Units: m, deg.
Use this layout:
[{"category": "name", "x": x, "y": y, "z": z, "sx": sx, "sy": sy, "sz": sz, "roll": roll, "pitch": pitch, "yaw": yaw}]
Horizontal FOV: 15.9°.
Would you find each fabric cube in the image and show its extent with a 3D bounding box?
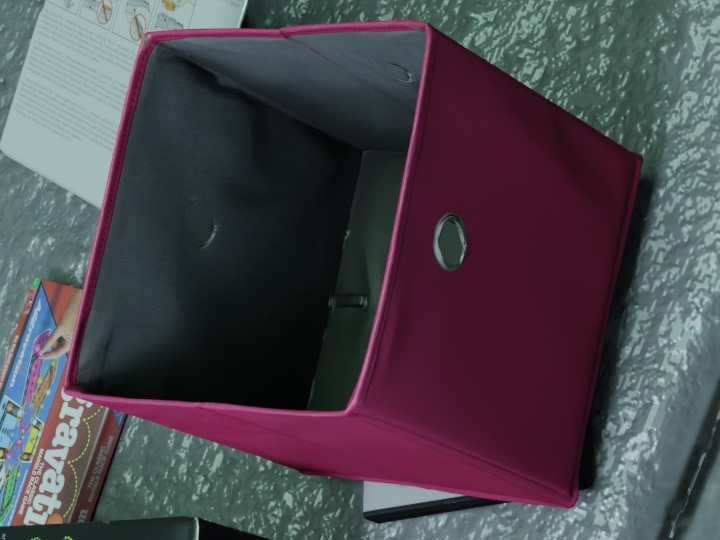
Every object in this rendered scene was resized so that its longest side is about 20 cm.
[{"category": "fabric cube", "x": 0.000, "y": 0.000, "z": 1.325, "sx": 0.199, "sy": 0.199, "sz": 0.198, "roll": 2, "pitch": 75, "yaw": 39}]

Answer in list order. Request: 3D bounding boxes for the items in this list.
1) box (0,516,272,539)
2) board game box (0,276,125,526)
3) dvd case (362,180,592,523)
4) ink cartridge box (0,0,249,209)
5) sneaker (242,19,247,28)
[{"category": "box", "x": -0.123, "y": 0.209, "z": 1.401, "sx": 0.199, "sy": 0.148, "sz": 0.125, "roll": -6, "pitch": 71, "yaw": 37}, {"category": "board game box", "x": -0.194, "y": 0.109, "z": 1.584, "sx": 0.102, "sy": 0.019, "sz": 0.201, "roll": 13, "pitch": 82, "yaw": 40}, {"category": "dvd case", "x": 0.063, "y": 0.030, "z": 1.407, "sx": 0.142, "sy": 0.018, "sz": 0.202, "roll": -13, "pitch": 65, "yaw": 36}, {"category": "ink cartridge box", "x": -0.123, "y": -0.120, "z": 1.502, "sx": 0.200, "sy": 0.043, "sz": 0.175, "roll": 28, "pitch": 103, "yaw": 47}, {"category": "sneaker", "x": -0.122, "y": -0.094, "z": 1.567, "sx": 0.086, "sy": 0.074, "sz": 0.202, "roll": -13, "pitch": 66, "yaw": 36}]
